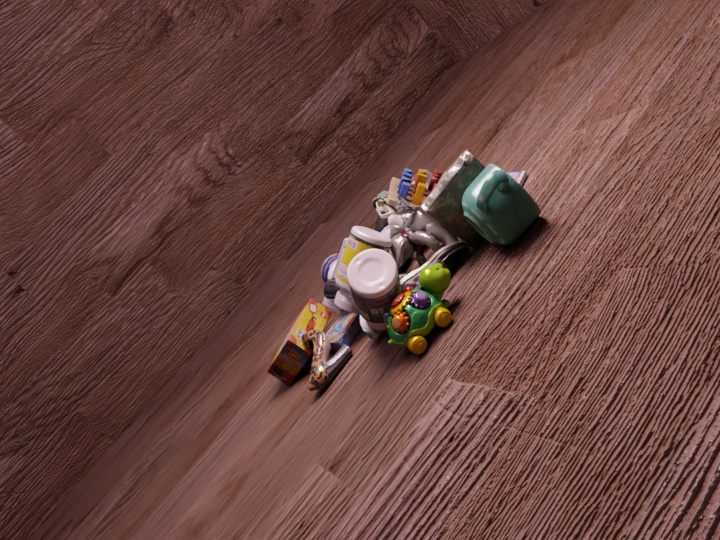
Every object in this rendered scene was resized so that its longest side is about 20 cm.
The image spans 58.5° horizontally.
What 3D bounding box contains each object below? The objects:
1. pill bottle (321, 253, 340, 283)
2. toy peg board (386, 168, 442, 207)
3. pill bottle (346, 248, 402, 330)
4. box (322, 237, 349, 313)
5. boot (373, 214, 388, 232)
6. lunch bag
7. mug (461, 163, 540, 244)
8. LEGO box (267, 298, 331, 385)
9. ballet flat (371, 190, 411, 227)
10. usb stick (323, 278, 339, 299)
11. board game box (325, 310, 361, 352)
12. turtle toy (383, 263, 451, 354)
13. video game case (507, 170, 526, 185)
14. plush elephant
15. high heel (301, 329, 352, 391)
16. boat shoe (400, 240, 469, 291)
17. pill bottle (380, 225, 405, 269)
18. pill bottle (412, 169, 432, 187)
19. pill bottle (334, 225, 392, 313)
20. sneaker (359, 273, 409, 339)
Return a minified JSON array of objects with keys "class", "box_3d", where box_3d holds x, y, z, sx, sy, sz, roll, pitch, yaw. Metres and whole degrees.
[{"class":"pill bottle","box_3d":[-0.054,0.015,2.008,0.116,0.116,0.200,-45,14,-4]},{"class":"toy peg board","box_3d":[0.185,-0.231,1.800,0.201,0.195,0.099,-76,5,-65]},{"class":"pill bottle","box_3d":[0.038,0.050,1.439,0.114,0.113,0.201,-48,-26,-16]},{"class":"box","box_3d":[-0.033,0.010,1.828,0.116,0.059,0.204,-22,-47,-67]},{"class":"boot","box_3d":[0.132,-0.142,1.922,0.200,0.129,0.069,-38,37,53]},{"class":"lunch bag","box_3d":[0.234,-0.173,1.477,0.165,0.199,0.118,-49,52,11]},{"class":"mug","box_3d":[0.278,-0.139,1.352,0.115,0.185,0.152,-46,32,5]},{"class":"LEGO box","box_3d":[-0.171,0.201,1.828,0.150,0.076,0.201,-54,6,35]},{"class":"ballet flat","box_3d":[0.093,-0.152,1.789,0.074,0.074,0.200,-43,42,1]},{"class":"usb stick","box_3d":[-0.017,0.054,1.725,0.197,0.032,0.057,3,75,36]},{"class":"board game box","box_3d":[-0.023,0.134,1.747,0.201,0.034,0.135,-52,15,-25]},{"class":"turtle toy","box_3d":[0.123,0.077,1.353,0.200,0.101,0.146,-46,14,-6]},{"class":"video game case","box_3d":[0.304,-0.196,1.620,0.197,0.018,0.144,1,42,37]},{"class":"plush elephant","box_3d":[0.143,-0.075,1.639,0.156,0.197,0.166,-57,15,26]},{"class":"high heel","box_3d":[-0.126,0.225,1.634,0.143,0.072,0.198,-45,35,-24]},{"class":"boat shoe","box_3d":[0.180,0.009,1.501,0.199,0.072,0.068,-38,51,1]},{"class":"pill bottle","box_3d":[0.086,-0.060,1.806,0.112,0.113,0.200,-32,9,39]},{"class":"pill bottle","box_3d":[0.161,-0.224,2.073,0.199,0.112,0.113,-36,16,31]},{"class":"pill bottle","box_3d":[0.000,0.000,1.629,0.111,0.109,0.204,-104,33,-74]},{"class":"sneaker","box_3d":[0.064,0.080,1.572,0.080,0.077,0.201,-25,26,48]}]
